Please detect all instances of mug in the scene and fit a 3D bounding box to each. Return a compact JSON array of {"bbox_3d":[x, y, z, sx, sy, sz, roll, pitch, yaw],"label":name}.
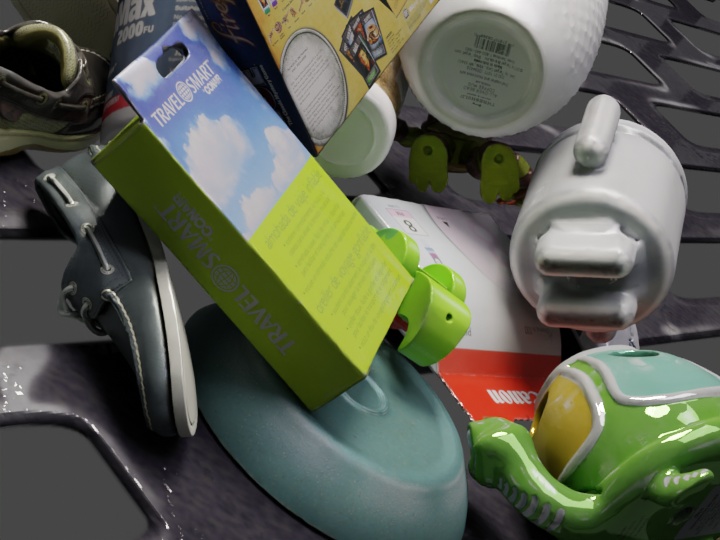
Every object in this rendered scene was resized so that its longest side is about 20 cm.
[{"bbox_3d":[0.076,-0.184,1.213,0.200,0.148,0.175,28,29,-2],"label":"mug"}]

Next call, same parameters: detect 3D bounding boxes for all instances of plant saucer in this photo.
[{"bbox_3d":[-0.009,0.078,0.962,0.200,0.036,0.200,33,24,-17],"label":"plant saucer"}]

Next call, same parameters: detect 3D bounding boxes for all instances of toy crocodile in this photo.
[{"bbox_3d":[0.000,0.000,1.054,0.200,0.062,0.067,30,-4,46],"label":"toy crocodile"}]

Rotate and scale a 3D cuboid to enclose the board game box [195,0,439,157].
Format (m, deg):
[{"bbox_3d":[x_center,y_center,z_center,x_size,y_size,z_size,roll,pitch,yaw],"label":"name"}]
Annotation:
[{"bbox_3d":[-0.023,-0.175,1.013,0.200,0.035,0.136,-55,129,-45],"label":"board game box"}]

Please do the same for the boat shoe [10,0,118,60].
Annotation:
[{"bbox_3d":[-0.167,-0.171,1.131,0.200,0.072,0.068,43,27,-11],"label":"boat shoe"}]

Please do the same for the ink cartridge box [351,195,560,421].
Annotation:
[{"bbox_3d":[0.089,0.036,1.158,0.162,0.057,0.200,7,35,-53],"label":"ink cartridge box"}]

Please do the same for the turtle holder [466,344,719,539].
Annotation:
[{"bbox_3d":[0.155,0.121,1.032,0.185,0.141,0.132,-23,53,-14],"label":"turtle holder"}]

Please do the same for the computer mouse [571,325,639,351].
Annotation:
[{"bbox_3d":[0.192,0.055,1.273,0.110,0.044,0.200,46,14,-36],"label":"computer mouse"}]

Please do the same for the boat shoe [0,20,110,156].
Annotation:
[{"bbox_3d":[-0.189,-0.112,0.994,0.072,0.066,0.201,43,23,9],"label":"boat shoe"}]

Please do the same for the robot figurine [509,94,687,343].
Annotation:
[{"bbox_3d":[0.169,-0.035,1.189,0.113,0.170,0.200,6,31,13],"label":"robot figurine"}]

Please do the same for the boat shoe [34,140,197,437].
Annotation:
[{"bbox_3d":[-0.130,0.012,0.894,0.062,0.073,0.200,-14,51,-8],"label":"boat shoe"}]

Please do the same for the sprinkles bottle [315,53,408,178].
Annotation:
[{"bbox_3d":[0.000,-0.132,1.236,0.068,0.068,0.200,36,23,-8],"label":"sprinkles bottle"}]

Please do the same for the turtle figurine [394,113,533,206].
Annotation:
[{"bbox_3d":[0.081,-0.089,1.287,0.200,0.065,0.161,22,9,-7],"label":"turtle figurine"}]

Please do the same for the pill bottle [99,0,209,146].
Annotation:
[{"bbox_3d":[-0.091,-0.160,1.049,0.119,0.119,0.201,20,67,-39],"label":"pill bottle"}]

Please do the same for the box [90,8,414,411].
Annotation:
[{"bbox_3d":[-0.060,-0.034,0.914,0.200,0.048,0.122,50,28,-11],"label":"box"}]

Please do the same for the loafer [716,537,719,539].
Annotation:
[{"bbox_3d":[0.229,0.163,1.114,0.076,0.067,0.200,4,49,-54],"label":"loafer"}]
